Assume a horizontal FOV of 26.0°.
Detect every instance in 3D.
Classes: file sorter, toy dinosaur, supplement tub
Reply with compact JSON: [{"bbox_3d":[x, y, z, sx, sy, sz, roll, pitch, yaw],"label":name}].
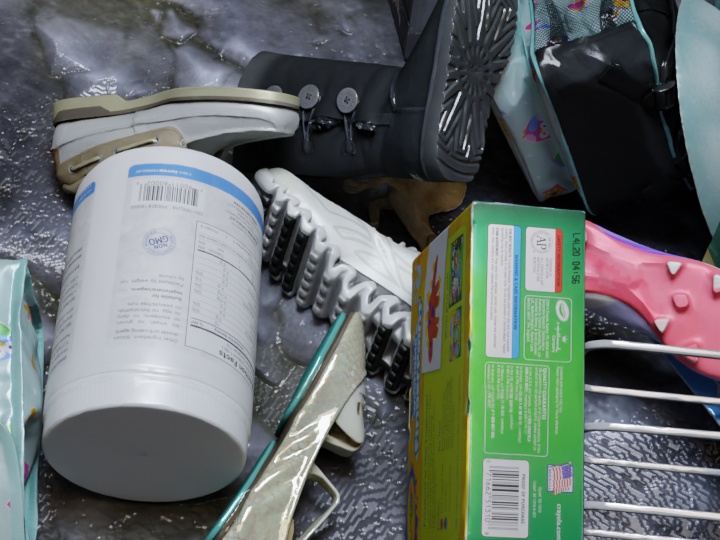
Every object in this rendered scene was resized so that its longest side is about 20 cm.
[{"bbox_3d":[0.182,0.153,0.924,0.124,0.139,0.201,4,74,3],"label":"file sorter"},{"bbox_3d":[0.034,-0.085,1.167,0.101,0.058,0.201,14,61,-15],"label":"toy dinosaur"},{"bbox_3d":[-0.131,0.033,1.007,0.131,0.132,0.200,4,55,-4],"label":"supplement tub"}]

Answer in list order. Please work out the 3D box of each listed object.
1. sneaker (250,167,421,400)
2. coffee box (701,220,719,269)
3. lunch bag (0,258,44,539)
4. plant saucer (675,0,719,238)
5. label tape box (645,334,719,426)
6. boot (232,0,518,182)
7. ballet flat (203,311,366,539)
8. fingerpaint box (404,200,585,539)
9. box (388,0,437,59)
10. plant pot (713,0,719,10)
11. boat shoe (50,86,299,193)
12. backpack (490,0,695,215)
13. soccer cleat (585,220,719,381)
[{"bbox_3d":[0.000,0.000,1.088,0.081,0.075,0.200,-34,73,-35],"label":"sneaker"},{"bbox_3d":[0.335,-0.033,1.035,0.199,0.123,0.044,-10,58,-12],"label":"coffee box"},{"bbox_3d":[-0.281,0.101,0.950,0.170,0.122,0.201,-1,60,-5],"label":"lunch bag"},{"bbox_3d":[0.271,-0.102,1.111,0.039,0.201,0.201,-10,50,26],"label":"plant saucer"},{"bbox_3d":[0.310,0.064,1.077,0.200,0.066,0.143,-27,62,-18],"label":"label tape box"},{"bbox_3d":[0.004,-0.141,1.100,0.200,0.066,0.165,5,73,44],"label":"boot"},{"bbox_3d":[-0.033,0.119,1.007,0.062,0.067,0.200,31,65,-2],"label":"ballet flat"},{"bbox_3d":[0.079,0.076,0.938,0.073,0.167,0.201,4,77,-10],"label":"fingerpaint box"},{"bbox_3d":[0.045,-0.294,1.240,0.048,0.159,0.200,-7,56,-9],"label":"box"},{"bbox_3d":[0.381,-0.225,1.222,0.187,0.200,0.200,11,53,20],"label":"plant pot"},{"bbox_3d":[-0.130,-0.090,1.102,0.199,0.075,0.069,-3,84,30],"label":"boat shoe"},{"bbox_3d":[0.168,-0.159,1.148,0.153,0.176,0.200,-11,46,23],"label":"backpack"},{"bbox_3d":[0.192,0.017,1.035,0.200,0.076,0.067,25,91,14],"label":"soccer cleat"}]
